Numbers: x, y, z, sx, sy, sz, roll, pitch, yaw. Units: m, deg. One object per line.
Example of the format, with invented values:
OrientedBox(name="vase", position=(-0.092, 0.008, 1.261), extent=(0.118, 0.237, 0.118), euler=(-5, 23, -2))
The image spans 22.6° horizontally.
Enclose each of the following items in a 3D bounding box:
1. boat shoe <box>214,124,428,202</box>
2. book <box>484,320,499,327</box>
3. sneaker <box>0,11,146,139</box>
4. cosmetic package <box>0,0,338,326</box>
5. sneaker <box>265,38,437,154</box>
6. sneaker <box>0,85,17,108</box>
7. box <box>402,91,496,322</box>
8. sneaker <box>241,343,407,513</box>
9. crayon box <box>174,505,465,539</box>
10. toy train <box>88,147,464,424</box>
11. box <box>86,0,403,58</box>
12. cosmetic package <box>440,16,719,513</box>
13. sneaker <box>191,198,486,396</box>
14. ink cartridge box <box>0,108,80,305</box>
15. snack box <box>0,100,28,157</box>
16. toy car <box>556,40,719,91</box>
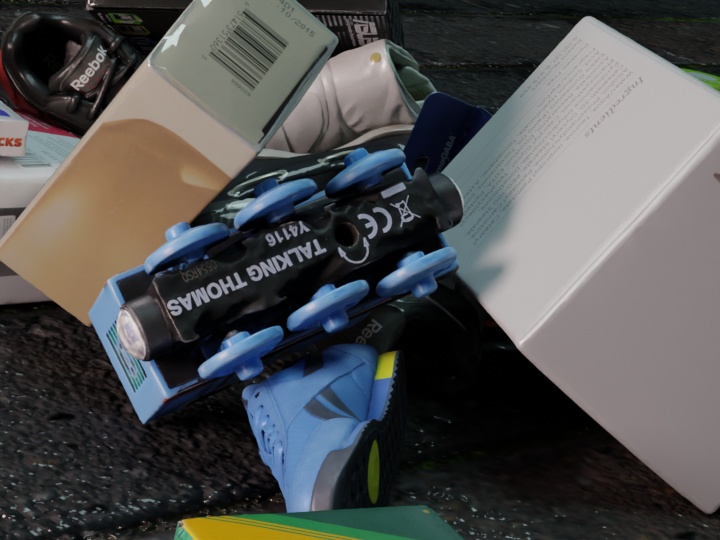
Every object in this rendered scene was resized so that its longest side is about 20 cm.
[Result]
OrientedBox(name="boat shoe", position=(-0.009, -0.048, 1.135), extent=(0.200, 0.074, 0.060), euler=(-3, 27, -23))
OrientedBox(name="book", position=(0.000, 0.000, 1.167), extent=(0.200, 0.048, 0.134), euler=(0, 22, -27))
OrientedBox(name="sneaker", position=(-0.151, -0.103, 1.152), extent=(0.200, 0.071, 0.098), euler=(32, -11, 6))
OrientedBox(name="cosmetic package", position=(-0.105, -0.063, 0.945), extent=(0.071, 0.200, 0.105), euler=(39, 49, -9))
OrientedBox(name="sneaker", position=(0.003, -0.086, 1.219), extent=(0.115, 0.074, 0.200), euler=(-17, -22, 5))
OrientedBox(name="sneaker", position=(-0.311, -0.131, 1.292), extent=(0.200, 0.096, 0.079), euler=(-4, 25, -37))
OrientedBox(name="box", position=(0.108, -0.023, 1.110), extent=(0.200, 0.121, 0.032), euler=(18, 14, -24))
OrientedBox(name="sneaker", position=(-0.024, 0.088, 0.865), extent=(0.078, 0.066, 0.200), euler=(1, 17, 6))
OrientedBox(name="crayon box", position=(0.018, 0.159, 0.666), extent=(0.119, 0.058, 0.200), euler=(1, 21, -30))
OrientedBox(name="toy train", position=(-0.040, 0.004, 0.926), extent=(0.200, 0.087, 0.114), euler=(-24, -7, -26))
OrientedBox(name="box", position=(-0.070, -0.168, 1.217), extent=(0.193, 0.048, 0.200), euler=(4, -7, 4))
OrientedBox(name="cosmetic package", position=(0.159, -0.010, 1.001), extent=(0.167, 0.166, 0.200), euler=(41, 5, -26))
OrientedBox(name="sneaker", position=(-0.012, 0.019, 1.028), extent=(0.200, 0.067, 0.091), euler=(21, 27, -17))
OrientedBox(name="ink cartridge box", position=(-0.256, -0.039, 1.060), extent=(0.200, 0.083, 0.145), euler=(-5, 23, -39))
OrientedBox(name="snack box", position=(-0.265, -0.105, 1.081), extent=(0.072, 0.024, 0.200), euler=(2, 18, -30))
OrientedBox(name="toy car", position=(0.157, -0.059, 1.233), extent=(0.158, 0.164, 0.200), euler=(18, 16, 21))
